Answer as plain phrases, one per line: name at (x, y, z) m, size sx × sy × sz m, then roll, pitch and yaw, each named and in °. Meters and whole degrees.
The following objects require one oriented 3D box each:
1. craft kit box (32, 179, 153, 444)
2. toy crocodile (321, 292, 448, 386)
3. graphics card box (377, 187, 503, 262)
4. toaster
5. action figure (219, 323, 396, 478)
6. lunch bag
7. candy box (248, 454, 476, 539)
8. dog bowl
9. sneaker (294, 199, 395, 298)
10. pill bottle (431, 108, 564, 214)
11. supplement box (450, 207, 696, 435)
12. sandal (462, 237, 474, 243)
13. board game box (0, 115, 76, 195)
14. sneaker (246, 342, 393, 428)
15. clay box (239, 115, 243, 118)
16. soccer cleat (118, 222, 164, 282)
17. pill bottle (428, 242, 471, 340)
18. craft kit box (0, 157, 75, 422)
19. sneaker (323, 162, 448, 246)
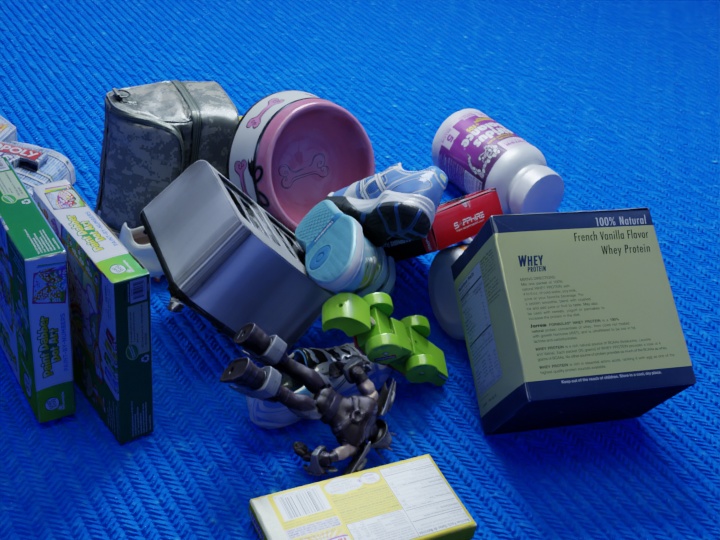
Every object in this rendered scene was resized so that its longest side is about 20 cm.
craft kit box at (-0.276, 0.040, 1.125) m, size 0.048 × 0.203 × 0.197 m, roll -16°, pitch 39°, yaw -30°
toy crocodile at (0.033, 0.079, 1.184) m, size 0.199 × 0.061 × 0.068 m, roll 32°, pitch 37°, yaw -48°
graphics card box at (0.070, -0.048, 1.371) m, size 0.124 × 0.052 × 0.199 m, roll -23°, pitch 6°, yaw -38°
toaster at (-0.140, -0.006, 1.233) m, size 0.180 × 0.119 × 0.201 m, roll 38°, pitch 11°, yaw -39°
action figure at (-0.043, 0.130, 1.104) m, size 0.199 × 0.069 × 0.131 m, roll 34°, pitch 56°, yaw -18°
lunch bag at (-0.256, -0.137, 1.406) m, size 0.165 × 0.203 × 0.140 m, roll -2°, pitch 34°, yaw -24°
candy box at (0.002, 0.238, 1.041) m, size 0.197 × 0.027 × 0.103 m, roll -9°, pitch 40°, yaw -24°
dog bowl at (-0.066, -0.126, 1.375) m, size 0.198 × 0.204 × 0.073 m, roll -17°, pitch 14°, yaw -33°
sneaker at (0.000, 0.000, 1.228) m, size 0.130 × 0.079 × 0.200 m, roll 44°, pitch 9°, yaw -22°
pill bottle at (0.201, -0.148, 1.590) m, size 0.111 × 0.114 × 0.200 m, roll -16°, pitch 39°, yaw -32°
supplement box at (0.224, 0.055, 1.186) m, size 0.197 × 0.134 × 0.203 m, roll -4°, pitch 69°, yaw -17°
sandal at (0.173, -0.062, 1.487) m, size 0.081 × 0.051 × 0.202 m, roll -14°, pitch 27°, yaw -28°
board game box at (-0.501, -0.145, 1.490) m, size 0.197 × 0.062 × 0.201 m, roll 12°, pitch 34°, yaw 7°
sneaker at (-0.036, 0.110, 1.187) m, size 0.198 × 0.074 × 0.072 m, roll -20°, pitch 39°, yaw -37°
clay box at (-0.111, -0.160, 1.543) m, size 0.197 × 0.116 × 0.048 m, roll -6°, pitch 35°, yaw -19°
soccer cleat at (-0.207, -0.035, 1.366) m, size 0.197 × 0.079 × 0.069 m, roll -9°, pitch 36°, yaw -25°
pill bottle at (0.192, 0.013, 1.343) m, size 0.197 × 0.114 × 0.113 m, roll -10°, pitch 37°, yaw -26°
craft kit box at (-0.351, 0.018, 1.134) m, size 0.048 × 0.200 × 0.200 m, roll -16°, pitch 39°, yaw -26°
sneaker at (0.031, -0.079, 1.281) m, size 0.199 × 0.076 × 0.078 m, roll 5°, pitch 55°, yaw 53°
